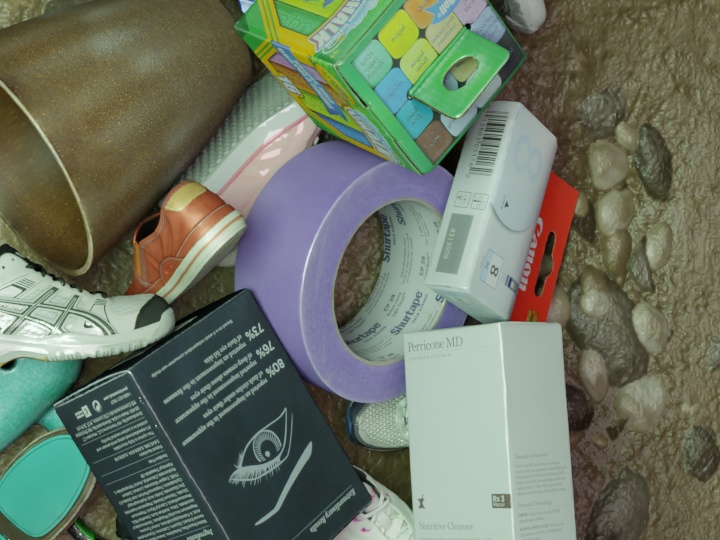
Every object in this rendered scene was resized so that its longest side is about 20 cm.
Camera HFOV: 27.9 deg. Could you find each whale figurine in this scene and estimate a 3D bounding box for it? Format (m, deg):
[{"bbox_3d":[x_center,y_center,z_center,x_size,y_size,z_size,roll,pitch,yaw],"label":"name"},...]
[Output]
[{"bbox_3d":[-0.289,0.094,1.111,0.158,0.104,0.201,25,89,-21],"label":"whale figurine"}]

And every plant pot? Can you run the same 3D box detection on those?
[{"bbox_3d":[-0.185,-0.129,1.101,0.200,0.186,0.188,-37,107,-28],"label":"plant pot"}]

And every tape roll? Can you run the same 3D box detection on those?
[{"bbox_3d":[0.000,0.000,1.176,0.199,0.085,0.202,-16,114,-40],"label":"tape roll"}]

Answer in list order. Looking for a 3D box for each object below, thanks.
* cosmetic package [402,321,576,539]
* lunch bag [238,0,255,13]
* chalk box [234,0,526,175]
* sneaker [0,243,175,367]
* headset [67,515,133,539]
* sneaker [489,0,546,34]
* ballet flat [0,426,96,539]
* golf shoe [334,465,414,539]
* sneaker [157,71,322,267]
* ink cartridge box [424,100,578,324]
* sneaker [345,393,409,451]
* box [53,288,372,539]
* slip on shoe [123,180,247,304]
[{"bbox_3d":[0.101,0.143,1.143,0.081,0.112,0.202,0,81,-44],"label":"cosmetic package"},{"bbox_3d":[-0.084,-0.304,1.144,0.149,0.094,0.202,5,100,-4],"label":"lunch bag"},{"bbox_3d":[0.025,-0.164,1.061,0.125,0.200,0.124,-49,127,-9],"label":"chalk box"},{"bbox_3d":[-0.230,0.023,1.033,0.198,0.076,0.089,-6,89,-23],"label":"sneaker"},{"bbox_3d":[-0.155,0.189,1.200,0.199,0.094,0.124,27,91,-5],"label":"headset"},{"bbox_3d":[0.128,-0.304,1.237,0.099,0.078,0.201,-27,105,-19],"label":"sneaker"},{"bbox_3d":[-0.261,0.195,1.135,0.068,0.067,0.200,43,102,10],"label":"ballet flat"},{"bbox_3d":[0.007,0.213,1.194,0.199,0.092,0.073,30,64,8],"label":"golf shoe"},{"bbox_3d":[-0.072,-0.086,1.192,0.200,0.075,0.105,-46,126,-20],"label":"sneaker"},{"bbox_3d":[0.139,-0.029,1.220,0.200,0.047,0.161,31,71,-50],"label":"ink cartridge box"},{"bbox_3d":[0.085,0.115,1.258,0.198,0.085,0.078,-11,99,-18],"label":"sneaker"},{"bbox_3d":[-0.108,0.140,1.099,0.148,0.104,0.201,-34,97,-48],"label":"box"},{"bbox_3d":[-0.145,-0.014,1.111,0.061,0.200,0.074,48,61,-1],"label":"slip on shoe"}]
